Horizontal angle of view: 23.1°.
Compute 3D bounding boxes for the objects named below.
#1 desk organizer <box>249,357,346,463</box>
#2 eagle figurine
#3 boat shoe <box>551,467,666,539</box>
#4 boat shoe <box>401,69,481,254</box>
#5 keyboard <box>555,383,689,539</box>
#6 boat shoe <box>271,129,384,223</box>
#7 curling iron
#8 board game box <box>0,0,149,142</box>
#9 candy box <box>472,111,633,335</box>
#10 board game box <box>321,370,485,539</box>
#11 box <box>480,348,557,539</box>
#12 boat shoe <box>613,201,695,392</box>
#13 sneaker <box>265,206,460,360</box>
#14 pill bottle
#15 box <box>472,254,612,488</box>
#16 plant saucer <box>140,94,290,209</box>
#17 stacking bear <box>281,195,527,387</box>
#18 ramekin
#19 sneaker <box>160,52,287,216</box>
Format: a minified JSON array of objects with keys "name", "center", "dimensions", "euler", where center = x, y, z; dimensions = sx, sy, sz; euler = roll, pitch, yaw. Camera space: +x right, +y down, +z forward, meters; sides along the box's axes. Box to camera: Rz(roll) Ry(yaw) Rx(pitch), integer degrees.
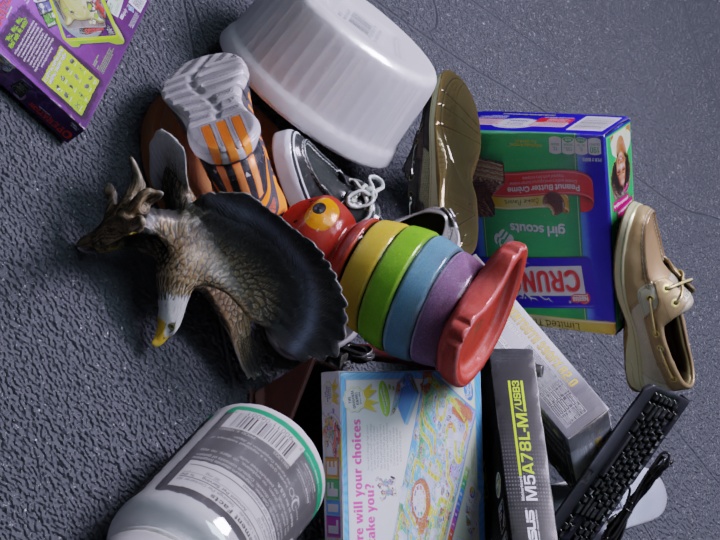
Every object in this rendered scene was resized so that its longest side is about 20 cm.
[{"name":"desk organizer","center":[0.005,0.149,1.486],"dimensions":[0.200,0.077,0.072],"euler":[28,44,-37]},{"name":"eagle figurine","center":[-0.120,0.000,1.404],"dimensions":[0.199,0.151,0.152],"euler":[23,24,-25]},{"name":"boat shoe","center":[0.200,0.237,1.679],"dimensions":[0.199,0.065,0.074],"euler":[-4,75,-31]},{"name":"boat shoe","center":[0.070,-0.095,1.651],"dimensions":[0.072,0.066,0.202],"euler":[30,50,-42]},{"name":"keyboard","center":[0.234,0.195,1.592],"dimensions":[0.021,0.200,0.127],"euler":[41,13,36]},{"name":"boat shoe","center":[-0.011,-0.054,1.585],"dimensions":[0.200,0.068,0.074],"euler":[59,24,-32]},{"name":"curling iron","center":[0.061,0.083,1.543],"dimensions":[0.050,0.199,0.026],"euler":[-70,164,-65]},{"name":"board game box","center":[-0.253,-0.208,1.483],"dimensions":[0.120,0.032,0.200],"euler":[47,34,-24]},{"name":"candy box","center":[0.180,-0.048,1.720],"dimensions":[0.077,0.168,0.201],"euler":[-33,122,-53]},{"name":"board game box","center":[0.036,0.181,1.435],"dimensions":[0.134,0.034,0.201],"euler":[1,85,-28]},{"name":"box","center":[0.123,0.199,1.509],"dimensions":[0.047,0.200,0.194],"euler":[-2,57,-8]},{"name":"boat shoe","center":[0.285,0.027,1.678],"dimensions":[0.074,0.066,0.201],"euler":[-49,136,-47]},{"name":"sneaker","center":[0.000,0.000,1.522],"dimensions":[0.200,0.082,0.075],"euler":[-37,77,-14]},{"name":"pill bottle","center":[-0.113,0.189,1.272],"dimensions":[0.113,0.113,0.200],"euler":[54,34,-7]},{"name":"box","center":[0.155,0.099,1.621],"dimensions":[0.200,0.048,0.159],"euler":[51,-8,28]},{"name":"plant saucer","center":[-0.109,-0.081,1.564],"dimensions":[0.200,0.032,0.201],"euler":[31,42,-33]},{"name":"stacking bear","center":[0.018,0.004,1.432],"dimensions":[0.199,0.114,0.122],"euler":[26,58,16]},{"name":"ramekin","center":[-0.023,-0.195,1.641],"dimensions":[0.200,0.098,0.201],"euler":[35,18,-13]},{"name":"sneaker","center":[-0.115,-0.101,1.489],"dimensions":[0.200,0.077,0.112],"euler":[-106,180,-56]}]
